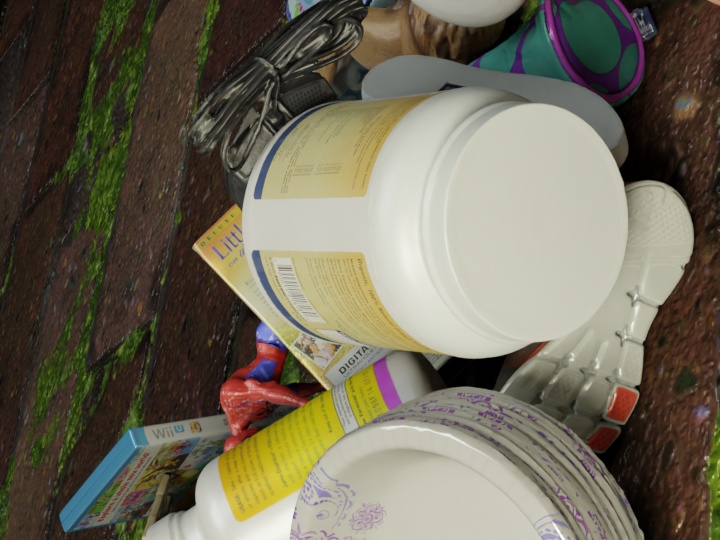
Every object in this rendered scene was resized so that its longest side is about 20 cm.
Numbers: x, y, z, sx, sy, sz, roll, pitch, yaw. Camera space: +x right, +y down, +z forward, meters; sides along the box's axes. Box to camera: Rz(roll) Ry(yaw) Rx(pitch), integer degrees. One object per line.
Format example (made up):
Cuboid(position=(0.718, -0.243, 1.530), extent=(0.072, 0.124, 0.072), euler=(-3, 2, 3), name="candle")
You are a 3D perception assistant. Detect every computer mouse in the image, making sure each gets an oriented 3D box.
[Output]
Cuboid(position=(-0.042, -0.077, 1.111), extent=(0.138, 0.201, 0.053), euler=(-42, 56, -17), name="computer mouse")

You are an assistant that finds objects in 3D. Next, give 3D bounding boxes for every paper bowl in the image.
Cuboid(position=(0.067, 0.161, 0.958), extent=(0.200, 0.104, 0.202), euler=(14, 112, 36), name="paper bowl")

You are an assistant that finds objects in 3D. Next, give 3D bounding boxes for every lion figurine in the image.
Cuboid(position=(0.017, -0.172, 1.347), extent=(0.072, 0.199, 0.123), euler=(-37, -53, -59), name="lion figurine")

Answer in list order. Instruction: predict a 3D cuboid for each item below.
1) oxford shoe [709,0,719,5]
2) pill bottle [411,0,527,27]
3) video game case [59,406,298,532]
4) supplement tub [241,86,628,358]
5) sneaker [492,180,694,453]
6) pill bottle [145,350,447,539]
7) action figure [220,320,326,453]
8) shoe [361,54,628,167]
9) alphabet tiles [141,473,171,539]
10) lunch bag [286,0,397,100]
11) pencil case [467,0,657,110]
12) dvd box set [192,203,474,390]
Cuboid(position=(0.214, -0.246, 1.034), extent=(0.074, 0.070, 0.201), euler=(-36, 42, 51), name="oxford shoe")
Cuboid(position=(0.106, -0.249, 1.127), extent=(0.200, 0.116, 0.116), euler=(-45, 5, -35), name="pill bottle")
Cuboid(position=(-0.112, 0.145, 1.350), extent=(0.143, 0.199, 0.018), euler=(-47, 58, 45), name="video game case")
Cuboid(position=(0.038, -0.026, 0.993), extent=(0.199, 0.144, 0.146), euler=(3, 76, 57), name="supplement tub")
Cuboid(position=(0.124, 0.037, 1.041), extent=(0.201, 0.077, 0.082), euler=(-59, 21, 4), name="sneaker")
Cuboid(position=(-0.028, 0.137, 1.081), extent=(0.199, 0.104, 0.104), euler=(-31, 33, 7), name="pill bottle")
Cuboid(position=(-0.034, 0.046, 1.236), extent=(0.065, 0.098, 0.201), euler=(62, -134, -65), name="action figure")
Cuboid(position=(0.087, -0.068, 1.105), extent=(0.199, 0.091, 0.071), euler=(21, 50, 41), name="shoe")
Cuboid(position=(-0.157, 0.257, 1.287), extent=(0.167, 0.006, 0.202), euler=(-82, 0, -71), name="alphabet tiles")
Cuboid(position=(0.006, -0.230, 1.486), extent=(0.161, 0.082, 0.200), euler=(-61, 25, 24), name="lunch bag")
Cuboid(position=(0.102, -0.116, 1.175), extent=(0.200, 0.085, 0.093), euler=(-33, 64, 56), name="pencil case")
Cuboid(position=(0.000, 0.000, 1.191), extent=(0.146, 0.029, 0.200), euler=(-44, 61, -4), name="dvd box set")
